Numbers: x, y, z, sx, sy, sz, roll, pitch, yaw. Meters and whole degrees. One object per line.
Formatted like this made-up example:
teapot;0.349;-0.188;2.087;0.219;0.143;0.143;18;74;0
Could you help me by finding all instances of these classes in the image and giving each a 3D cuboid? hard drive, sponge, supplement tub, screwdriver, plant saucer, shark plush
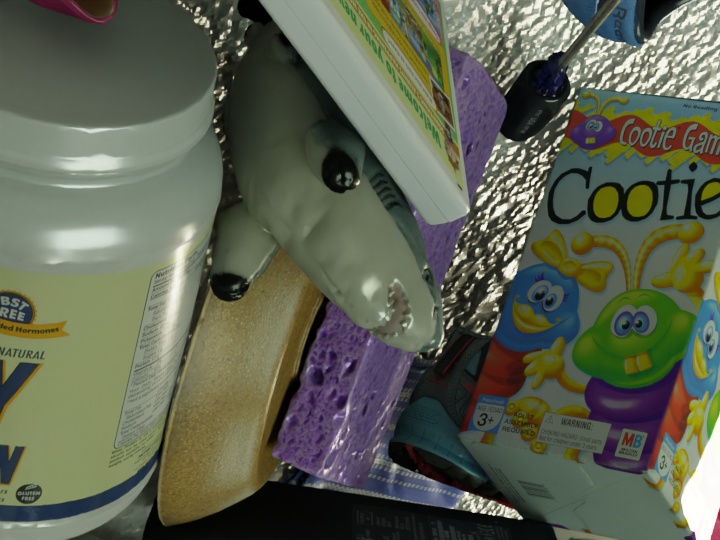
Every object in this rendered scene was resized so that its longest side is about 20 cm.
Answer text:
hard drive;-0.003;0.135;1.127;0.199;0.140;0.033;9;97;-1
sponge;0.015;0.001;1.084;0.112;0.030;0.201;30;80;-77
supplement tub;-0.135;-0.007;0.937;0.144;0.145;0.201;-12;132;-35
screwdriver;0.095;-0.104;1.080;0.028;0.029;0.200;-53;176;-21
plant saucer;-0.038;0.024;1.046;0.200;0.035;0.201;19;90;-83
shark plush;-0.018;-0.054;0.968;0.083;0.201;0.091;16;126;-32

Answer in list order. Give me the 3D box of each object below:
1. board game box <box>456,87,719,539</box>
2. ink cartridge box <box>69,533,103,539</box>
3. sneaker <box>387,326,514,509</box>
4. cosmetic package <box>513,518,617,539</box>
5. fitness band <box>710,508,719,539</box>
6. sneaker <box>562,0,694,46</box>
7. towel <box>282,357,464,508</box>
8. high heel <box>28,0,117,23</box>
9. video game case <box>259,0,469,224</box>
board game box;0.141;0.024;1.176;0.105;0.103;0.201;51;54;-53
ink cartridge box;-0.133;0.220;1.178;0.145;0.084;0.200;-45;139;14
sneaker;0.097;0.083;1.263;0.200;0.079;0.096;26;83;-57
cosmetic package;0.068;0.192;1.198;0.199;0.151;0.052;7;125;-4
fitness band;0.180;0.118;1.339;0.037;0.144;0.200;-29;145;11
sneaker;0.182;-0.179;1.120;0.200;0.078;0.066;-40;140;-7
towel;0.002;0.137;1.295;0.144;0.024;0.200;18;112;-50
high heel;-0.134;-0.175;0.819;0.067;0.096;0.200;-38;142;-7
video game case;-0.010;-0.142;0.910;0.022;0.183;0.200;-16;146;17
